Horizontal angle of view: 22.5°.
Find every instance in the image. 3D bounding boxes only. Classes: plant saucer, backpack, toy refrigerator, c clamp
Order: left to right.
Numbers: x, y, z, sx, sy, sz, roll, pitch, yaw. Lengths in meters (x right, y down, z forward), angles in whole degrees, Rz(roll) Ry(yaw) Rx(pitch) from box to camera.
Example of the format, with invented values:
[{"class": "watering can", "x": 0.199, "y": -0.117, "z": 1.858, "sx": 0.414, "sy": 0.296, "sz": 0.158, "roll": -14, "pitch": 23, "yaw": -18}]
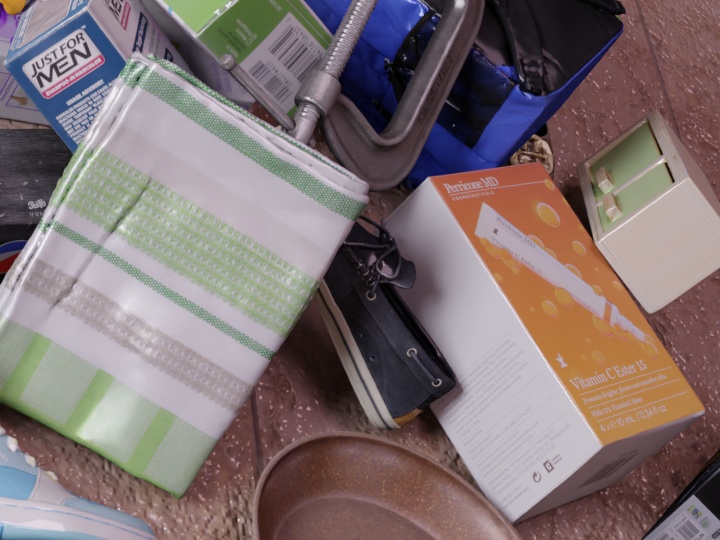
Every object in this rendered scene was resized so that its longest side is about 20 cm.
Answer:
[{"class": "c clamp", "x": 0.013, "y": -0.137, "z": 1.044, "sx": 0.200, "sy": 0.027, "sz": 0.171, "roll": -61, "pitch": 139, "yaw": -24}, {"class": "plant saucer", "x": 0.021, "y": 0.178, "z": 1.005, "sx": 0.200, "sy": 0.037, "sz": 0.201, "roll": 24, "pitch": 34, "yaw": -17}, {"class": "backpack", "x": 0.042, "y": -0.159, "z": 1.220, "sx": 0.200, "sy": 0.168, "sz": 0.163, "roll": 42, "pitch": 35, "yaw": 3}, {"class": "toy refrigerator", "x": 0.200, "y": -0.047, "z": 1.249, "sx": 0.070, "sy": 0.076, "sz": 0.200, "roll": 51, "pitch": 14, "yaw": -13}]

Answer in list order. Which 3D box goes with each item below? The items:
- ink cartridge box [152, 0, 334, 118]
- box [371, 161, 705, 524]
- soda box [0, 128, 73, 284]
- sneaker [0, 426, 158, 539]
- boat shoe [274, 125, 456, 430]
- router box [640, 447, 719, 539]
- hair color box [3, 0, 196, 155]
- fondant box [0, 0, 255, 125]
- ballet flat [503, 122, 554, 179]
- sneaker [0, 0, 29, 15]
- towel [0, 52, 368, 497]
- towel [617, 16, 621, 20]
[{"class": "ink cartridge box", "x": -0.102, "y": -0.180, "z": 1.073, "sx": 0.200, "sy": 0.059, "sz": 0.104, "roll": 45, "pitch": 1, "yaw": 37}, {"class": "box", "x": 0.103, "y": 0.042, "z": 1.145, "sx": 0.124, "sy": 0.097, "sz": 0.200, "roll": -11, "pitch": 63, "yaw": -49}, {"class": "soda box", "x": -0.234, "y": -0.034, "z": 0.986, "sx": 0.199, "sy": 0.063, "sz": 0.071, "roll": -3, "pitch": 57, "yaw": -40}, {"class": "sneaker", "x": -0.189, "y": 0.089, "z": 0.907, "sx": 0.199, "sy": 0.080, "sz": 0.131, "roll": 18, "pitch": 48, "yaw": -26}, {"class": "boat shoe", "x": 0.000, "y": 0.000, "z": 1.073, "sx": 0.075, "sy": 0.062, "sz": 0.201, "roll": -85, "pitch": 152, "yaw": -71}, {"class": "router box", "x": 0.284, "y": 0.104, "z": 1.161, "sx": 0.052, "sy": 0.200, "sz": 0.157, "roll": 45, "pitch": 42, "yaw": 9}, {"class": "hair color box", "x": -0.116, "y": -0.073, "z": 1.035, "sx": 0.200, "sy": 0.060, "sz": 0.100, "roll": 55, "pitch": 13, "yaw": -24}, {"class": "fondant box", "x": -0.176, "y": -0.160, "z": 1.141, "sx": 0.199, "sy": 0.058, "sz": 0.145, "roll": 7, "pitch": 52, "yaw": -32}, {"class": "ballet flat", "x": 0.108, "y": -0.138, "z": 1.345, "sx": 0.067, "sy": 0.046, "sz": 0.201, "roll": 13, "pitch": 49, "yaw": -28}, {"class": "sneaker", "x": -0.270, "y": -0.188, "z": 1.034, "sx": 0.199, "sy": 0.078, "sz": 0.078, "roll": 1, "pitch": 65, "yaw": 11}, {"class": "towel", "x": -0.104, "y": 0.005, "z": 0.962, "sx": 0.149, "sy": 0.200, "sz": 0.031, "roll": 30, "pitch": 3, "yaw": -12}, {"class": "towel", "x": 0.095, "y": -0.246, "z": 1.390, "sx": 0.149, "sy": 0.031, "sz": 0.200, "roll": -3, "pitch": 38, "yaw": -38}]
